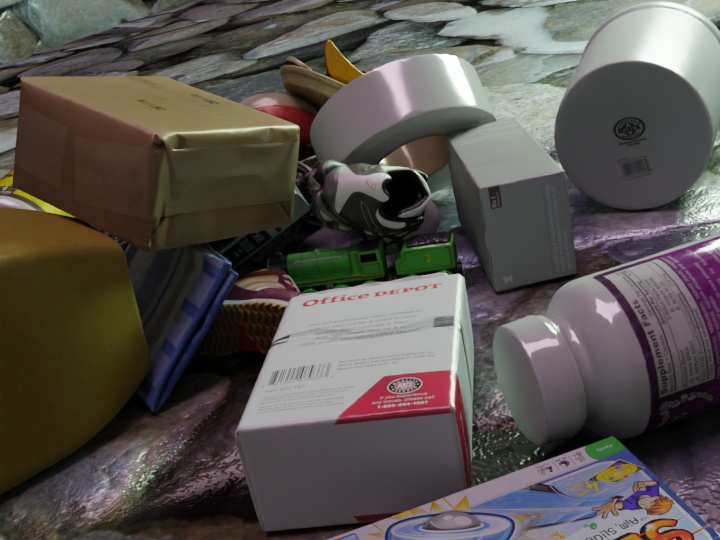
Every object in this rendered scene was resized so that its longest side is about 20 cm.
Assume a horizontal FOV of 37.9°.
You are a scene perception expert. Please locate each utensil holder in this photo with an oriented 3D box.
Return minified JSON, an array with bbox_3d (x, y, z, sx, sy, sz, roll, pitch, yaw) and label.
[{"bbox_3d":[0.300,-0.177,1.109,0.169,0.171,0.200,-2,26,24],"label":"utensil holder"}]

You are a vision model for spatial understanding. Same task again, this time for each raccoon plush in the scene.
[{"bbox_3d":[-0.112,-0.099,1.109,0.200,0.134,0.097,-41,23,40],"label":"raccoon plush"}]

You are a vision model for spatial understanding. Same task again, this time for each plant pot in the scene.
[{"bbox_3d":[-0.291,0.048,0.863,0.199,0.197,0.194,-22,24,-27],"label":"plant pot"}]

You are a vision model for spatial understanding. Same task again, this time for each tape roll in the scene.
[{"bbox_3d":[0.047,-0.147,1.146,0.201,0.071,0.203,-19,-20,-7],"label":"tape roll"}]

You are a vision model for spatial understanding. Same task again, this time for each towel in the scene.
[{"bbox_3d":[-0.189,0.029,0.955,0.148,0.024,0.200,-60,35,0],"label":"towel"}]

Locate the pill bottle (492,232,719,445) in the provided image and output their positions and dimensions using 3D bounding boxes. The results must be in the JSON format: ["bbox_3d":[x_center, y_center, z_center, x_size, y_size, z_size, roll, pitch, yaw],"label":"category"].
[{"bbox_3d":[0.196,0.048,0.710,0.198,0.113,0.112,-17,23,-11],"label":"pill bottle"}]

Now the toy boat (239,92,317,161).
[{"bbox_3d":[-0.125,-0.121,1.277,0.199,0.131,0.130,-33,-24,17],"label":"toy boat"}]

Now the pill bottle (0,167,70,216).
[{"bbox_3d":[-0.346,-0.062,1.133,0.108,0.110,0.200,-8,24,11],"label":"pill bottle"}]

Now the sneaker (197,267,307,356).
[{"bbox_3d":[-0.069,0.033,0.930,0.199,0.075,0.090,6,34,36],"label":"sneaker"}]

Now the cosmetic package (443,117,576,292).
[{"bbox_3d":[0.142,-0.070,1.022,0.089,0.108,0.200,-13,24,-3],"label":"cosmetic package"}]

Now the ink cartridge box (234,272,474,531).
[{"bbox_3d":[0.007,0.087,0.752,0.144,0.084,0.200,-8,22,11],"label":"ink cartridge box"}]

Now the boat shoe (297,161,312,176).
[{"bbox_3d":[-0.149,-0.104,1.203,0.198,0.073,0.068,9,8,7],"label":"boat shoe"}]

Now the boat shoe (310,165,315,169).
[{"bbox_3d":[-0.013,-0.129,1.299,0.071,0.060,0.200,-1,25,26],"label":"boat shoe"}]

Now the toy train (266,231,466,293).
[{"bbox_3d":[0.000,0.000,0.996,0.198,0.057,0.042,-7,23,11],"label":"toy train"}]

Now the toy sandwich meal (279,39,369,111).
[{"bbox_3d":[0.000,-0.213,1.261,0.204,0.071,0.205,27,-2,1],"label":"toy sandwich meal"}]

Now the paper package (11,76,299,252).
[{"bbox_3d":[-0.183,-0.103,0.947,0.199,0.104,0.190,22,21,33],"label":"paper package"}]

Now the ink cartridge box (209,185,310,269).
[{"bbox_3d":[-0.154,-0.040,1.045,0.200,0.039,0.100,-39,55,4],"label":"ink cartridge box"}]

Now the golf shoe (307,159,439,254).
[{"bbox_3d":[0.039,-0.057,1.016,0.094,0.079,0.199,0,-5,34],"label":"golf shoe"}]

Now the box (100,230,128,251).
[{"bbox_3d":[-0.352,-0.008,1.209,0.197,0.050,0.200,1,27,31],"label":"box"}]

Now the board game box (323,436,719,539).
[{"bbox_3d":[0.088,0.168,0.584,0.198,0.035,0.135,-18,23,-12],"label":"board game box"}]
